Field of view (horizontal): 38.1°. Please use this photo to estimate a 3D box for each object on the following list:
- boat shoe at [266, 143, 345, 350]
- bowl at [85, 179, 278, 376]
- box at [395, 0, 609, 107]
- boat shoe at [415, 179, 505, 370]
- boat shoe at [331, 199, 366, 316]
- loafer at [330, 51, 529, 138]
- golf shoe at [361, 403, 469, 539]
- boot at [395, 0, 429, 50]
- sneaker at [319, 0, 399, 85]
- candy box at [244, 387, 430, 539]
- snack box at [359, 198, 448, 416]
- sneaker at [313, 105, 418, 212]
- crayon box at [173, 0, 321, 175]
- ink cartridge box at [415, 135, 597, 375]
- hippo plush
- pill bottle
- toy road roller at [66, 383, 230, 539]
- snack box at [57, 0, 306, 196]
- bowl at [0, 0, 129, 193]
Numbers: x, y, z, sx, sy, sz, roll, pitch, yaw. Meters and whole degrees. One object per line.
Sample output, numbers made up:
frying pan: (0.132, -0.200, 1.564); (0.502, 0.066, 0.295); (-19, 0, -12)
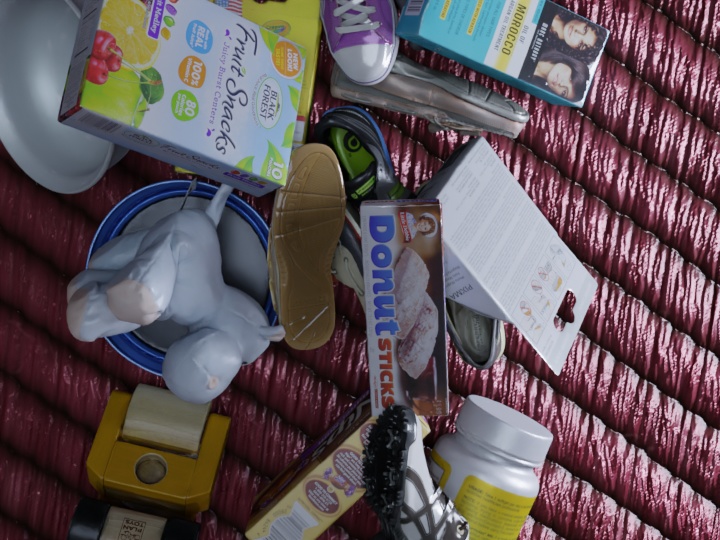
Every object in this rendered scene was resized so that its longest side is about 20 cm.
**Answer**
boat shoe: (-0.060, -0.027, 1.001); (0.073, 0.069, 0.201); (-2, 108, -22)
bowl: (-0.176, 0.008, 1.058); (0.200, 0.039, 0.202); (0, 96, -1)
box: (0.137, -0.227, 0.996); (0.199, 0.049, 0.083); (17, 96, -27)
boat shoe: (0.105, 0.003, 1.049); (0.073, 0.065, 0.201); (-19, 95, 3)
boat shoe: (0.000, 0.000, 1.047); (0.062, 0.071, 0.200); (-33, 95, 11)
loafer: (0.066, -0.169, 1.037); (0.199, 0.072, 0.063); (23, 112, 3)
golf shoe: (0.053, 0.216, 0.964); (0.094, 0.078, 0.201); (-5, 105, -22)
boot: (0.000, -0.302, 1.025); (0.131, 0.070, 0.201); (-12, 89, 7)
sneaker: (-0.015, -0.269, 0.944); (0.072, 0.114, 0.201); (-7, 97, 12)
candy box: (-0.022, 0.195, 1.042); (0.056, 0.117, 0.200); (45, 94, -5)
snack box: (0.041, 0.036, 0.936); (0.072, 0.024, 0.201); (-1, 107, 7)
sneaker: (0.015, -0.070, 1.016); (0.071, 0.083, 0.200); (-36, 83, 29)
crayon box: (-0.107, -0.187, 1.033); (0.126, 0.051, 0.201); (9, 96, -2)
ink cartridge box: (0.135, -0.011, 1.009); (0.057, 0.163, 0.200); (-26, 107, 39)
hippo plush: (-0.169, 0.035, 0.992); (0.161, 0.159, 0.200); (54, 50, -23)
pill bottle: (0.109, 0.235, 1.049); (0.114, 0.114, 0.201); (24, 95, -3)
toy road roller: (-0.213, 0.230, 1.056); (0.122, 0.146, 0.201); (14, 58, -2)
snack box: (-0.149, -0.165, 0.915); (0.200, 0.053, 0.143); (20, 70, -34)
bowl: (-0.267, -0.181, 0.991); (0.201, 0.090, 0.202); (18, 119, 34)
